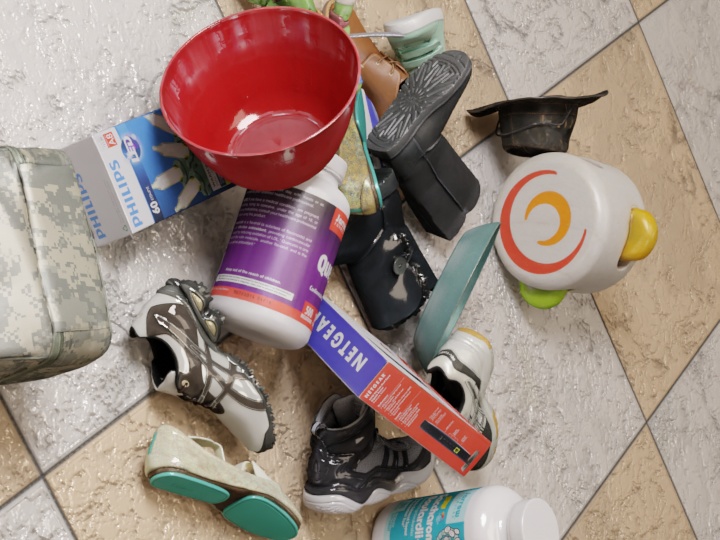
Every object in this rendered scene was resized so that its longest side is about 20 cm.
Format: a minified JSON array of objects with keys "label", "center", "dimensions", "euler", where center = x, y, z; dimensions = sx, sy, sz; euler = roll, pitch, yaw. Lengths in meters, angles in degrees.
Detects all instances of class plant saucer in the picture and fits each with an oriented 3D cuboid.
[{"label":"plant saucer","center":[0.109,0.026,1.677],"dimensions":[0.036,0.201,0.200],"euler":[26,46,6]}]

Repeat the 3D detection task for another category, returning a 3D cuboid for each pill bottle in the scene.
[{"label":"pill bottle","center":[0.116,0.296,1.539],"dimensions":[0.110,0.199,0.112],"euler":[22,60,-45]},{"label":"pill bottle","center":[-0.079,-0.027,1.449],"dimensions":[0.112,0.112,0.202],"euler":[29,74,-41]}]

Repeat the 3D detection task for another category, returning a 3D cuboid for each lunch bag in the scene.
[{"label":"lunch bag","center":[-0.320,-0.003,1.162],"dimensions":[0.167,0.139,0.202],"euler":[-4,79,-52]}]

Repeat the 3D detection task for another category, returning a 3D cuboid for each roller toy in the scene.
[{"label":"roller toy","center":[0.284,-0.063,1.881],"dimensions":[0.139,0.200,0.184],"euler":[6,54,-50]}]

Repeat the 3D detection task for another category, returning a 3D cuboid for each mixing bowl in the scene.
[{"label":"mixing bowl","center":[-0.091,-0.153,1.388],"dimensions":[0.109,0.198,0.201],"euler":[78,24,-51]}]

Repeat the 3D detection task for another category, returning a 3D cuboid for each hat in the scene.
[{"label":"hat","center":[0.244,-0.193,1.895],"dimensions":[0.200,0.199,0.082],"euler":[-9,92,-51]}]

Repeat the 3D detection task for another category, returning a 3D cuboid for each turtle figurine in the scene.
[{"label":"turtle figurine","center":[-0.039,-0.302,1.585],"dimensions":[0.194,0.200,0.144],"euler":[45,4,-4]}]

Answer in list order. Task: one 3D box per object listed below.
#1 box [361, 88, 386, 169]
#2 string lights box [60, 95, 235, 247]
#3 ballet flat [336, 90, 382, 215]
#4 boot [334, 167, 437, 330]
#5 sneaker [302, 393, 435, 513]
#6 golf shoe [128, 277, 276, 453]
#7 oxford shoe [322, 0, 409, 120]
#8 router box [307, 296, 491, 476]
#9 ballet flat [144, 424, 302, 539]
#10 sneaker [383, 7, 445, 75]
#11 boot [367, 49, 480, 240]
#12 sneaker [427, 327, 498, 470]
[{"label":"box","center":[-0.043,-0.152,1.636],"dimensions":[0.199,0.041,0.120],"euler":[-5,81,-54]},{"label":"string lights box","center":[-0.200,-0.107,1.410],"dimensions":[0.200,0.059,0.104],"euler":[-32,103,-51]},{"label":"ballet flat","center":[-0.019,-0.136,1.570],"dimensions":[0.071,0.070,0.201],"euler":[37,30,-37]},{"label":"boot","center":[0.000,0.000,1.600],"dimensions":[0.200,0.076,0.169],"euler":[-39,116,-37]},{"label":"sneaker","center":[0.014,0.186,1.532],"dimensions":[0.199,0.075,0.115],"euler":[-16,109,-48]},{"label":"golf shoe","center":[-0.159,0.109,1.386],"dimensions":[0.094,0.077,0.201],"euler":[-39,106,-31]},{"label":"oxford shoe","center":[0.021,-0.248,1.723],"dimensions":[0.071,0.071,0.201],"euler":[-45,110,-46]},{"label":"router box","center":[0.027,0.118,1.510],"dimensions":[0.049,0.200,0.179],"euler":[-49,125,1]},{"label":"ballet flat","center":[-0.128,0.206,1.385],"dimensions":[0.200,0.067,0.063],"euler":[35,42,-39]},{"label":"sneaker","center":[0.082,-0.258,1.754],"dimensions":[0.200,0.073,0.119],"euler":[-13,90,-78]},{"label":"boot","center":[0.106,-0.149,1.711],"dimensions":[0.165,0.066,0.200],"euler":[-46,137,-4]},{"label":"sneaker","center":[0.110,0.165,1.656],"dimensions":[0.088,0.075,0.202],"euler":[-39,133,-39]}]
